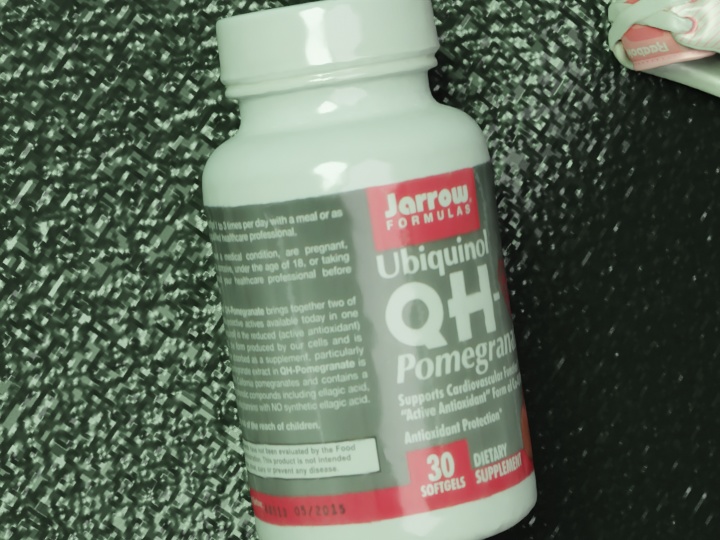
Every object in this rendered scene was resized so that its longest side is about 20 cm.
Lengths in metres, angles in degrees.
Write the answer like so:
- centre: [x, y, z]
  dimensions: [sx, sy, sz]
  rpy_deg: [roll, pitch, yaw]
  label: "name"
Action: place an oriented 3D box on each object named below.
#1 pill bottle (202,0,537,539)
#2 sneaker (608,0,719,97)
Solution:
- centre: [0.000, 0.000, 0.797]
  dimensions: [0.110, 0.111, 0.202]
  rpy_deg: [-11, 96, -18]
  label: "pill bottle"
- centre: [0.118, -0.145, 0.849]
  dimensions: [0.200, 0.075, 0.105]
  rpy_deg: [38, 75, -21]
  label: "sneaker"
